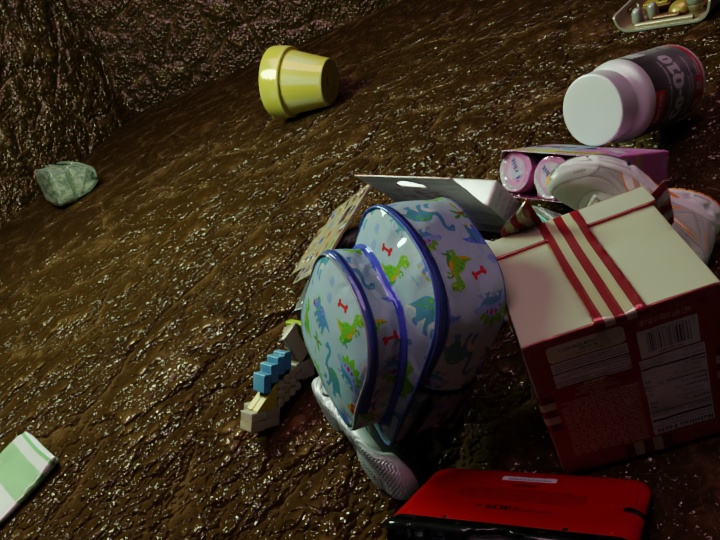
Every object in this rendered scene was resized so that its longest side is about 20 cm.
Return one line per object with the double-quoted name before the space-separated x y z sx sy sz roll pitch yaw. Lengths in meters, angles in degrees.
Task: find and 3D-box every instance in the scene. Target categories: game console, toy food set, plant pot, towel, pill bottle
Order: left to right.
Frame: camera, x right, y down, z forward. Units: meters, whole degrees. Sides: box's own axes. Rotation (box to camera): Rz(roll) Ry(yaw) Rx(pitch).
"towel" -0.552 0.338 0.927 0.151 0.024 0.200 7 44 44
"plant pot" -0.170 -0.551 1.833 0.185 0.204 0.202 6 41 21
"game console" 0.125 0.249 0.497 0.197 0.122 0.171 -7 4 32
"pill bottle" 0.391 -0.249 0.895 0.197 0.116 0.113 -23 24 -30
"toy food set" 0.636 -0.553 1.268 0.143 0.061 0.198 -44 33 -25

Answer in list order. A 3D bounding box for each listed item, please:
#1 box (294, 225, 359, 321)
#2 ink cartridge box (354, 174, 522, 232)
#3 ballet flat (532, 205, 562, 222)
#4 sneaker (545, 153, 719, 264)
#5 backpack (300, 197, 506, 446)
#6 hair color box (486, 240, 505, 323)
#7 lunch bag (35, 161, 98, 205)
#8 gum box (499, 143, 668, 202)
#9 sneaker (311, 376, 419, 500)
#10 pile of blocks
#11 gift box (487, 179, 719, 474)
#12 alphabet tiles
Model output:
"box" 0.000 0.000 0.958 0.155 0.049 0.202 -14 32 23
"ink cartridge box" 0.116 -0.114 0.913 0.198 0.175 0.045 13 77 49
"ballet flat" 0.262 -0.027 0.777 0.071 0.073 0.201 -28 30 -1
"sneaker" 0.299 -0.058 0.695 0.196 0.076 0.093 21 64 10
"backpack" 0.035 0.042 0.585 0.144 0.202 0.184 -5 44 -29
"hair color box" 0.115 0.047 0.774 0.199 0.066 0.108 -41 32 -25
"lunch bag" -1.076 -0.332 2.308 0.166 0.142 0.198 -28 25 -36
"gum box" 0.294 -0.132 0.853 0.112 0.068 0.199 -11 18 -32
"sneaker" 0.029 0.149 0.675 0.113 0.076 0.200 -32 32 -14
"pile of blocks" -0.106 0.120 0.827 0.061 0.083 0.201 3 42 42
"gift box" 0.224 0.033 0.574 0.181 0.203 0.188 -16 29 9
"alphabet tiles" -0.057 -0.050 1.018 0.169 0.007 0.199 -60 14 -21
